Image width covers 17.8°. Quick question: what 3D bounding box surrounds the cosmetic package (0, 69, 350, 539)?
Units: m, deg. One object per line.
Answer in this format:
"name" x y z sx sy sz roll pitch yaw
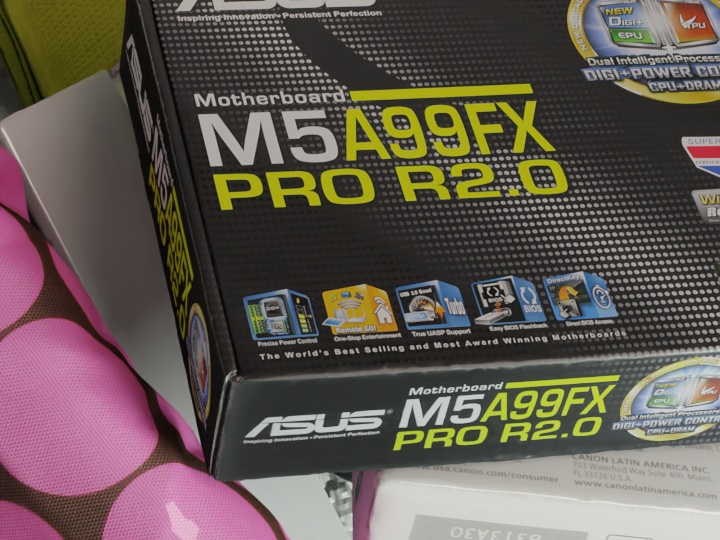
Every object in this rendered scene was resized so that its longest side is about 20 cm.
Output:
"cosmetic package" -0.072 0.045 0.731 0.051 0.082 0.201 -32 98 -38

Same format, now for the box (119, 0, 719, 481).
"box" 0.040 -0.022 0.663 0.199 0.044 0.161 -3 49 -15

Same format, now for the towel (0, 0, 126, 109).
"towel" -0.091 -0.130 0.709 0.018 0.200 0.086 35 67 26

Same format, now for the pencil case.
"pencil case" -0.076 0.054 0.645 0.200 0.091 0.094 52 25 5

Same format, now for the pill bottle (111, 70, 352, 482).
"pill bottle" 0.000 0.000 0.787 0.200 0.106 0.106 51 51 -16

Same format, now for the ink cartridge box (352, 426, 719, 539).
"ink cartridge box" 0.078 0.008 0.706 0.160 0.050 0.201 6 45 -7
